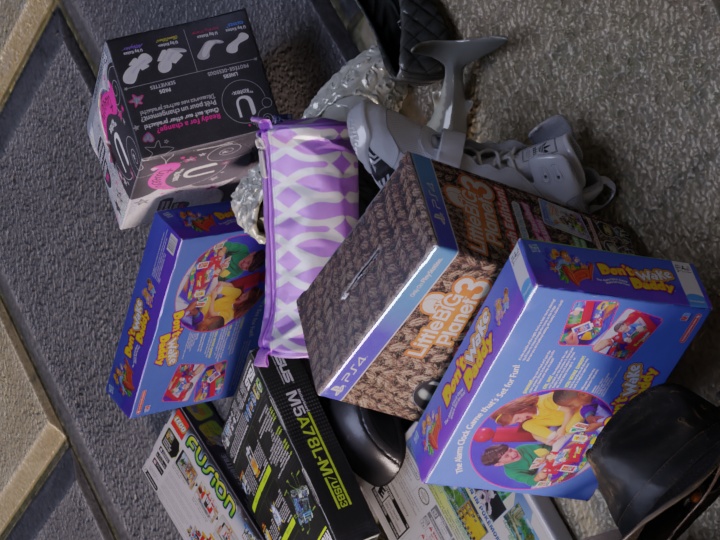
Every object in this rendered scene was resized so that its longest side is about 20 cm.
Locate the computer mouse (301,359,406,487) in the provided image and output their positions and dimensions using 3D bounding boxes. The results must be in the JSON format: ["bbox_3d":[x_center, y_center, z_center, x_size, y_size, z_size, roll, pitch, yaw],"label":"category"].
[{"bbox_3d":[-0.031,0.101,1.715,0.140,0.046,0.200,-33,65,49],"label":"computer mouse"}]

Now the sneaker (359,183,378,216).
[{"bbox_3d":[0.000,0.000,1.635,0.200,0.091,0.076,51,141,33],"label":"sneaker"}]

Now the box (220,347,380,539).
[{"bbox_3d":[-0.057,0.185,1.733,0.193,0.047,0.200,62,158,20],"label":"box"}]

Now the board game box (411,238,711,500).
[{"bbox_3d":[0.135,0.073,1.363,0.045,0.134,0.200,-105,31,-44],"label":"board game box"}]

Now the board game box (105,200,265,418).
[{"bbox_3d":[-0.142,0.033,1.781,0.045,0.134,0.200,44,128,35],"label":"board game box"}]

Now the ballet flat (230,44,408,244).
[{"bbox_3d":[-0.029,-0.095,1.629,0.200,0.072,0.072,-47,60,19],"label":"ballet flat"}]

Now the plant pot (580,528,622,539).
[{"bbox_3d":[0.197,0.293,1.400,0.201,0.200,0.184,-60,43,38],"label":"plant pot"}]

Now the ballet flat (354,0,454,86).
[{"bbox_3d":[0.013,-0.233,1.599,0.200,0.057,0.067,58,134,25],"label":"ballet flat"}]

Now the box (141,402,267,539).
[{"bbox_3d":[-0.134,0.231,1.890,0.200,0.035,0.110,55,135,28],"label":"box"}]

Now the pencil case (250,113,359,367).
[{"bbox_3d":[-0.043,-0.027,1.554,0.084,0.085,0.201,-2,90,56],"label":"pencil case"}]

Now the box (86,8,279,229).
[{"bbox_3d":[-0.158,-0.126,1.719,0.200,0.132,0.115,125,127,-69],"label":"box"}]

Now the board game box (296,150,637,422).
[{"bbox_3d":[0.083,0.028,1.418,0.160,0.200,0.097,-53,34,32],"label":"board game box"}]

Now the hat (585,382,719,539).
[{"bbox_3d":[0.202,0.127,1.323,0.081,0.200,0.201,45,131,16],"label":"hat"}]

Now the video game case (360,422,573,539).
[{"bbox_3d":[0.091,0.212,1.625,0.182,0.022,0.200,-51,58,43],"label":"video game case"}]

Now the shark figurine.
[{"bbox_3d":[0.075,-0.082,1.562,0.089,0.128,0.215,21,97,20],"label":"shark figurine"}]

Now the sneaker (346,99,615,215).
[{"bbox_3d":[0.092,-0.082,1.457,0.115,0.200,0.075,-42,21,27],"label":"sneaker"}]
